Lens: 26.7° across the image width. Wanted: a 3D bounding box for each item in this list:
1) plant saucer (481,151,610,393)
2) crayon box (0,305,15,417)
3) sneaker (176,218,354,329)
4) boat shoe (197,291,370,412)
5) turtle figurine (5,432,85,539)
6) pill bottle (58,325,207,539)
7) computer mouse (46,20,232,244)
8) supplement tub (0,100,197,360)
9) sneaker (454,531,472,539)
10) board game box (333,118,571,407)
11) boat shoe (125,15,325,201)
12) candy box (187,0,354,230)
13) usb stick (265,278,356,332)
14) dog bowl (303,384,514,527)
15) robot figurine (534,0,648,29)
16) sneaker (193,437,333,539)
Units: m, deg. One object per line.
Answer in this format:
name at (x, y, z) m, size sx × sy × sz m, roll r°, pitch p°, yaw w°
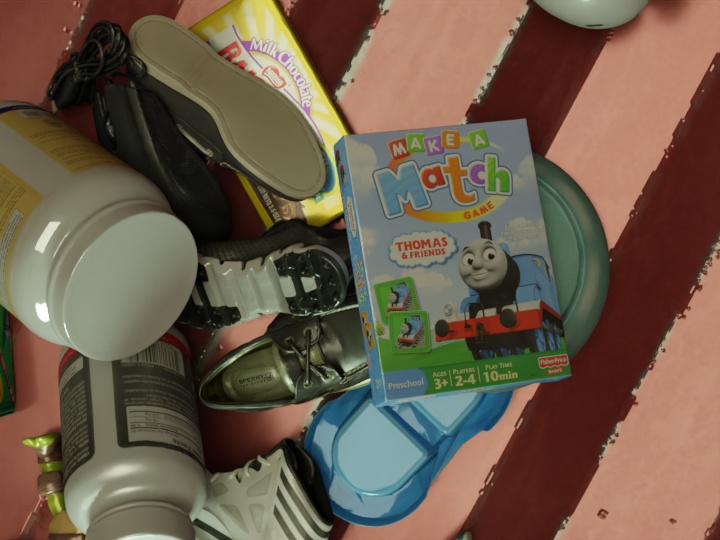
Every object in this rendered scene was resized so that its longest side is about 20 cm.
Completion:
plant saucer at (0.098, -0.006, 1.191) m, size 0.198 × 0.027 × 0.202 m, roll 0°, pitch 80°, yaw 3°
crayon box at (-0.366, 0.028, 1.293) m, size 0.118 × 0.058 × 0.202 m, roll -3°, pitch 92°, yaw 10°
sneaker at (-0.082, -0.001, 1.215) m, size 0.198 × 0.090 × 0.067 m, roll -5°, pitch 112°, yaw 29°
boat shoe at (-0.045, 0.072, 1.193) m, size 0.200 × 0.066 × 0.072 m, roll -23°, pitch 89°, yaw 33°
turtle figurine at (-0.234, 0.218, 1.270) m, size 0.199 × 0.064 × 0.163 m, roll -5°, pitch 85°, yaw 41°
pill bottle at (-0.177, 0.142, 1.182) m, size 0.110 × 0.111 × 0.201 m, roll -21°, pitch 49°, yaw 10°
computer mouse at (-0.183, -0.093, 1.232) m, size 0.053 × 0.138 × 0.201 m, roll -41°, pitch 98°, yaw -33°
supplement tub at (-0.233, -0.031, 1.173) m, size 0.199 × 0.145 × 0.146 m, roll 34°, pitch 98°, yaw 37°
sneaker at (0.137, 0.288, 1.214) m, size 0.199 × 0.070 × 0.094 m, roll 33°, pitch 103°, yaw 9°
board game box at (0.069, -0.008, 1.142) m, size 0.150 × 0.037 × 0.202 m, roll -7°, pitch 80°, yaw -16°
boat shoe at (-0.112, -0.123, 1.231) m, size 0.200 × 0.063 × 0.073 m, roll 41°, pitch 56°, yaw 2°
candy box at (-0.071, -0.127, 1.254) m, size 0.102 × 0.026 × 0.201 m, roll -30°, pitch 87°, yaw 9°
usb stick at (0.000, 0.000, 1.244) m, size 0.055 × 0.033 × 0.200 m, roll 43°, pitch 98°, yaw 4°
dog bowl at (0.041, 0.116, 1.234) m, size 0.111 × 0.050 × 0.200 m, roll 43°, pitch 97°, yaw 5°
robot figurine at (0.197, -0.284, 1.152) m, size 0.124 × 0.150 × 0.201 m, roll 28°, pitch 97°, yaw -23°
sneaker at (-0.097, 0.176, 1.233) m, size 0.200 × 0.076 × 0.116 m, roll 31°, pitch 92°, yaw 31°
